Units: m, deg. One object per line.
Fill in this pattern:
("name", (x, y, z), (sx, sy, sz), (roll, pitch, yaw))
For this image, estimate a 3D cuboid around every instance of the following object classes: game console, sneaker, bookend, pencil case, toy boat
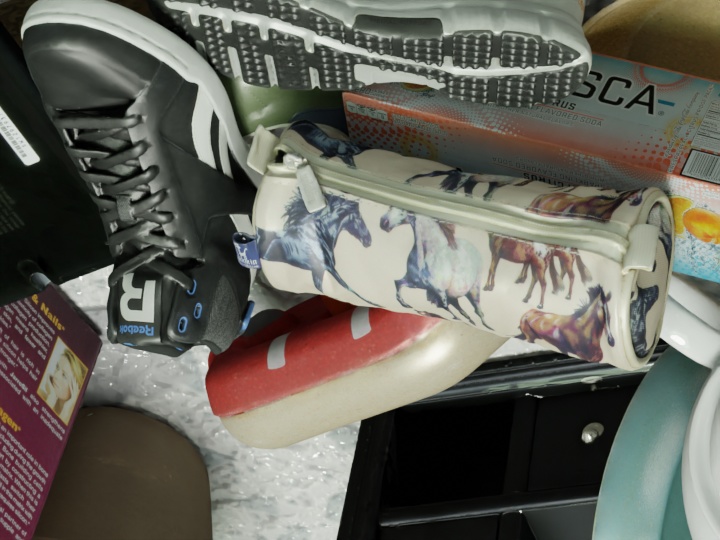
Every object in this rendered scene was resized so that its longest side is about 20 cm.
("game console", (-0.218, -0.085, 0.997), (0.176, 0.116, 0.200), (-20, 128, 19))
("sneaker", (0.004, -0.125, 0.895), (0.200, 0.080, 0.074), (8, 154, 0))
("bookend", (0.094, 0.147, 1.084), (0.199, 0.200, 0.092), (-9, 132, 22))
("pencil case", (0.045, -0.013, 0.894), (0.200, 0.078, 0.089), (13, 168, 27))
("toy boat", (0.000, 0.000, 1.033), (0.200, 0.131, 0.131), (-22, 97, 31))
("sneaker", (-0.088, -0.088, 0.980), (0.200, 0.067, 0.090), (-4, 128, 13))
("sneaker", (-0.096, -0.027, 0.917), (0.073, 0.112, 0.200), (-2, 150, 27))

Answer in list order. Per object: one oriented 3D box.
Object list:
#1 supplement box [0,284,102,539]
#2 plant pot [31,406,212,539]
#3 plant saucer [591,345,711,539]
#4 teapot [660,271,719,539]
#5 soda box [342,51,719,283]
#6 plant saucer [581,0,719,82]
("supplement box", (-0.226, 0.083, 1.091), (0.086, 0.200, 0.110), (-16, 128, 28))
("plant pot", (-0.161, 0.181, 1.193), (0.200, 0.175, 0.200), (6, 135, 6))
("plant saucer", (0.181, 0.128, 1.047), (0.027, 0.200, 0.200), (10, 141, 38))
("teapot", (0.216, 0.082, 0.902), (0.200, 0.198, 0.146), (-11, 157, 37))
("soda box", (0.096, -0.057, 0.927), (0.200, 0.064, 0.068), (17, 145, 21))
("plant saucer", (0.189, -0.067, 0.937), (0.200, 0.035, 0.200), (19, 145, 14))
